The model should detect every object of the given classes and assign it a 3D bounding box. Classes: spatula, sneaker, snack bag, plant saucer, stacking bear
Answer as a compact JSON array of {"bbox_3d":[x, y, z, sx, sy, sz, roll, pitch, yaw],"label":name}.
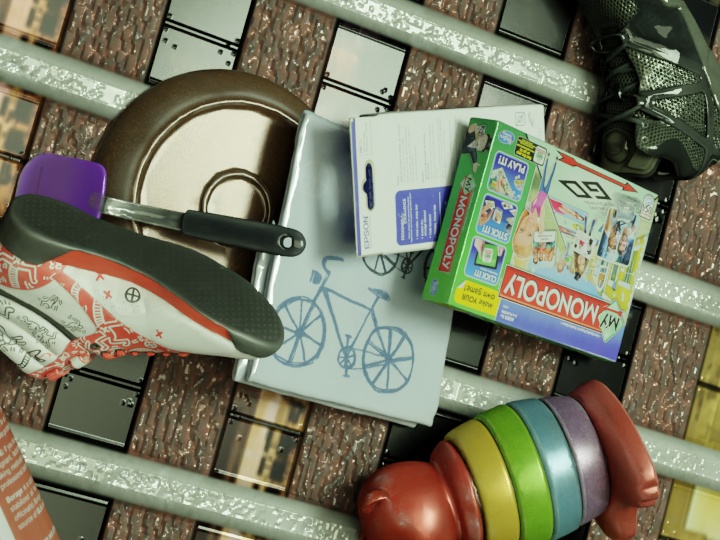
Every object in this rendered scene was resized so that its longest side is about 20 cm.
[{"bbox_3d":[-0.134,-0.036,1.293,0.200,0.021,0.057,11,88,0],"label":"spatula"},{"bbox_3d":[0.205,-0.146,1.456,0.114,0.076,0.199,-46,112,-24],"label":"sneaker"},{"bbox_3d":[-0.159,0.033,1.278,0.201,0.067,0.108,24,122,-14],"label":"sneaker"},{"bbox_3d":[0.000,0.000,1.368,0.189,0.021,0.200,17,81,-42],"label":"snack bag"},{"bbox_3d":[-0.092,-0.042,1.349,0.200,0.034,0.200,0,91,-23],"label":"plant saucer"},{"bbox_3d":[0.095,0.158,1.393,0.200,0.121,0.114,-16,66,-13],"label":"stacking bear"}]

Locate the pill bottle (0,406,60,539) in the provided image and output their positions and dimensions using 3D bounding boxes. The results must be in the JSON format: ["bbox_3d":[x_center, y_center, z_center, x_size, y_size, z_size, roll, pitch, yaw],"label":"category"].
[{"bbox_3d":[-0.270,0.133,1.228,0.112,0.112,0.200,-25,100,-22],"label":"pill bottle"}]

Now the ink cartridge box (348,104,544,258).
[{"bbox_3d":[0.055,-0.066,1.376,0.200,0.039,0.100,-7,97,-44],"label":"ink cartridge box"}]

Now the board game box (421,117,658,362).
[{"bbox_3d":[0.136,-0.019,1.411,0.200,0.029,0.135,19,84,-45],"label":"board game box"}]
